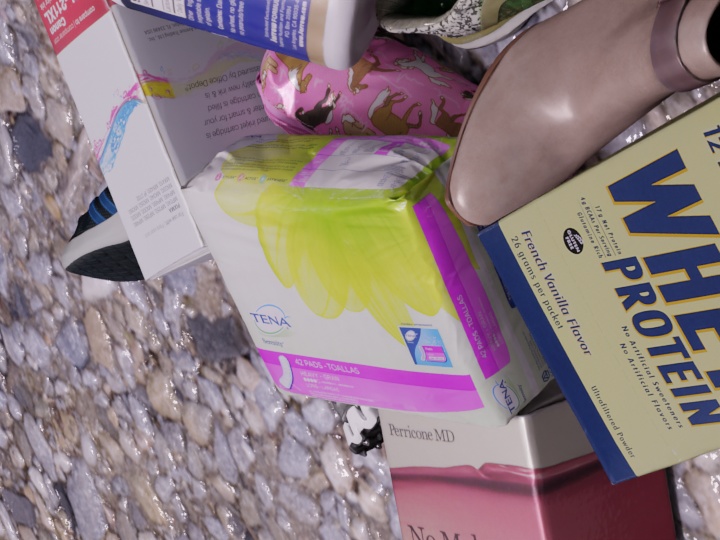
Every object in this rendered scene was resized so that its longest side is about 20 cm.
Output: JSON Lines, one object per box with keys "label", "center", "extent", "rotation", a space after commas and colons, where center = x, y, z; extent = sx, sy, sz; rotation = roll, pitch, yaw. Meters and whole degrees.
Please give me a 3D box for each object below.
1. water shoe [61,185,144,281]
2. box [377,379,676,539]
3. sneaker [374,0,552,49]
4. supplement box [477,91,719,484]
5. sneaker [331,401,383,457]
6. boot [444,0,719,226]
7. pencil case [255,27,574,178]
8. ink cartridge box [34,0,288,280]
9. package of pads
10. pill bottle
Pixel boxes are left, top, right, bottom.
{"label": "water shoe", "center": [-0.147, -0.052, 1.432], "extent": [0.200, 0.071, 0.080], "rotation": [-30, 54, 51]}
{"label": "box", "center": [0.103, 0.158, 1.182], "extent": [0.127, 0.108, 0.202], "rotation": [0, 105, 49]}
{"label": "sneaker", "center": [0.079, -0.170, 1.096], "extent": [0.200, 0.088, 0.077], "rotation": [-37, 77, 49]}
{"label": "supplement box", "center": [0.201, -0.026, 0.909], "extent": [0.199, 0.199, 0.135], "rotation": [-30, 89, 55]}
{"label": "sneaker", "center": [0.024, 0.031, 1.255], "extent": [0.091, 0.066, 0.200], "rotation": [55, 140, 15]}
{"label": "boot", "center": [0.135, -0.101, 0.996], "extent": [0.070, 0.200, 0.146], "rotation": [41, 166, -20]}
{"label": "pencil case", "center": [0.029, -0.079, 1.188], "extent": [0.200, 0.086, 0.083], "rotation": [38, 119, 32]}
{"label": "ink cartridge box", "center": [-0.097, -0.111, 1.274], "extent": [0.083, 0.145, 0.201], "rotation": [-25, 85, 51]}
{"label": "package of pads", "center": [0.000, 0.000, 1.137], "extent": [0.199, 0.068, 0.155], "rotation": [4, 126, 48]}
{"label": "pill bottle", "center": [-0.082, -0.193, 1.150], "extent": [0.199, 0.116, 0.116], "rotation": [18, 122, 8]}
